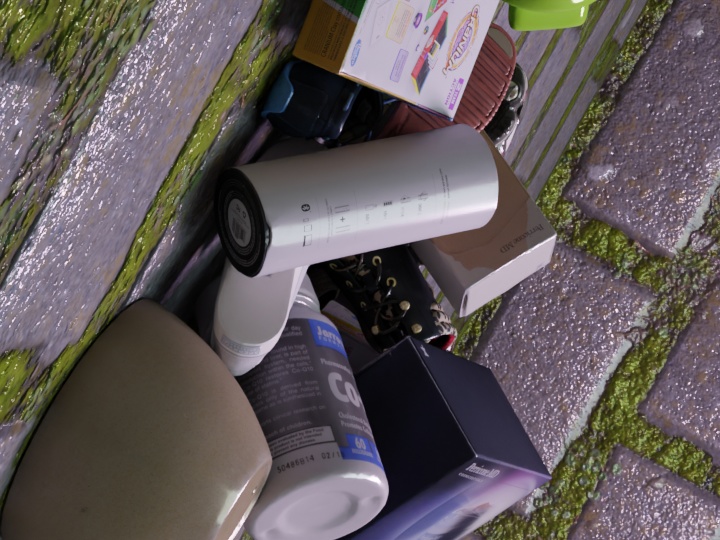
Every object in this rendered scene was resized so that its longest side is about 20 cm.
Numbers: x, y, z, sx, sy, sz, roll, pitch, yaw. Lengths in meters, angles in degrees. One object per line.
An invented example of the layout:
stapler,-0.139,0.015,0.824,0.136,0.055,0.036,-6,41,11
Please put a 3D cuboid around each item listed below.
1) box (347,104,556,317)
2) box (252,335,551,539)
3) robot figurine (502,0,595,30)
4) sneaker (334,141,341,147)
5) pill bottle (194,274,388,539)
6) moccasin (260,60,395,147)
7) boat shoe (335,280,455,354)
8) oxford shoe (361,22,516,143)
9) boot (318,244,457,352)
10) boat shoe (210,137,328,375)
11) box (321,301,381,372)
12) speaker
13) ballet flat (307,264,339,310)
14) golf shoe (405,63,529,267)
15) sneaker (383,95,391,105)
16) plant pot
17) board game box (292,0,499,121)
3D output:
box,0.066,-0.073,1.798,0.095,0.200,0.078,-33,165,-11
box,0.024,0.167,1.819,0.198,0.123,0.200,-36,159,13
robot figurine,0.161,-0.300,1.872,0.176,0.116,0.200,-99,-172,-49
sneaker,-0.002,-0.069,1.947,0.085,0.077,0.200,-51,160,-20
pill bottle,-0.058,0.100,1.687,0.114,0.200,0.114,-14,149,-8
moccasin,-0.017,-0.120,1.657,0.080,0.068,0.200,-64,171,21
boat shoe,0.033,0.022,1.945,0.073,0.200,0.075,6,115,-37
oxford shoe,0.043,-0.114,1.721,0.200,0.071,0.074,-49,-164,-15
boot,0.002,-0.001,1.785,0.073,0.154,0.204,-35,164,15
boat shoe,-0.066,-0.009,1.649,0.069,0.072,0.200,119,-15,-54
box,-0.023,0.094,2.020,0.113,0.101,0.200,-62,172,7
speaker,0.000,-0.052,1.609,0.200,0.081,0.081,-13,145,-28
ballet flat,-0.059,0.053,1.861,0.200,0.046,0.067,-50,168,-38
golf shoe,0.090,-0.089,1.911,0.200,0.077,0.088,-59,165,9
sneaker,0.041,-0.211,1.710,0.090,0.078,0.200,-40,150,-54
plant pot,-0.142,0.138,1.567,0.200,0.134,0.200,-59,171,-15
board game box,0.038,-0.198,1.573,0.200,0.040,0.153,15,97,-64
